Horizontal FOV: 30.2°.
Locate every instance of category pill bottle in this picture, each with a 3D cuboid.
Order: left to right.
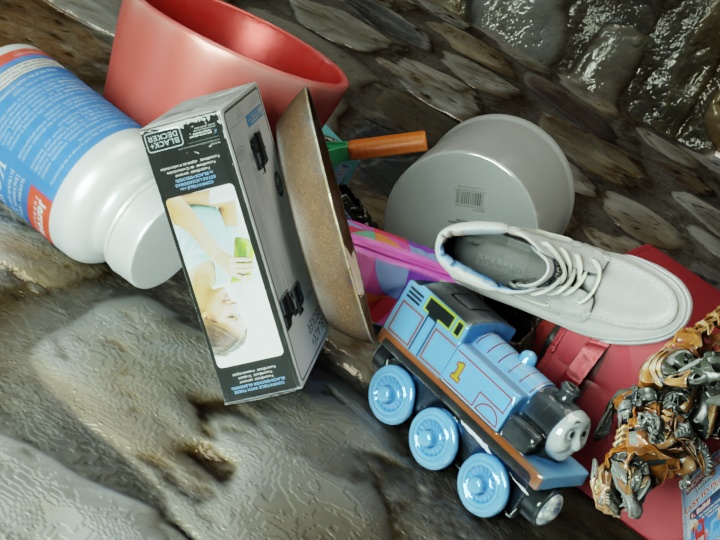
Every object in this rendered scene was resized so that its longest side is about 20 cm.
[{"bbox_3d":[-0.213,-0.076,1.011,0.199,0.113,0.112,36,20,22],"label":"pill bottle"}]

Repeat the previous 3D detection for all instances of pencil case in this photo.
[{"bbox_3d":[0.000,0.000,1.164,0.199,0.089,0.089,19,21,-27],"label":"pencil case"}]

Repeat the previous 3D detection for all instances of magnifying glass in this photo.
[{"bbox_3d":[-0.032,-0.116,1.341,0.198,0.023,0.080,-9,19,5],"label":"magnifying glass"}]

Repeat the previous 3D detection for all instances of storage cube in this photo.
[{"bbox_3d":[0.256,0.103,1.134,0.179,0.172,0.200,36,20,18],"label":"storage cube"}]

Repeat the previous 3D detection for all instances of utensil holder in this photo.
[{"bbox_3d":[0.123,-0.062,1.373,0.169,0.171,0.200,31,22,7],"label":"utensil holder"}]

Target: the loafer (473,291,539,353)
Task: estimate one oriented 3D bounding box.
[{"bbox_3d":[0.130,0.038,1.174,0.072,0.072,0.201,17,33,-5],"label":"loafer"}]

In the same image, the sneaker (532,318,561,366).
[{"bbox_3d":[0.200,0.055,1.323,0.098,0.071,0.200,32,14,30],"label":"sneaker"}]

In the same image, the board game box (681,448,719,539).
[{"bbox_3d":[0.311,0.233,0.965,0.199,0.062,0.201,21,40,-23],"label":"board game box"}]

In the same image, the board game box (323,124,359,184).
[{"bbox_3d":[-0.111,-0.169,1.485,0.150,0.047,0.200,12,25,-40],"label":"board game box"}]

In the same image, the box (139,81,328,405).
[{"bbox_3d":[-0.084,-0.021,0.944,0.060,0.202,0.117,-12,14,12],"label":"box"}]

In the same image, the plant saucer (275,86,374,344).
[{"bbox_3d":[-0.029,-0.038,1.015,0.034,0.202,0.201,-14,25,1],"label":"plant saucer"}]

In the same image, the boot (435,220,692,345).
[{"bbox_3d":[0.152,0.010,1.013,0.198,0.074,0.096,13,1,15],"label":"boot"}]

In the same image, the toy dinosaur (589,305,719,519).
[{"bbox_3d":[0.241,0.091,0.972,0.102,0.202,0.135,25,-11,-40],"label":"toy dinosaur"}]

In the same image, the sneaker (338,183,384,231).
[{"bbox_3d":[-0.012,-0.034,1.238,0.199,0.078,0.070,24,20,-13],"label":"sneaker"}]

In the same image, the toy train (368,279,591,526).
[{"bbox_3d":[0.089,0.097,0.997,0.086,0.115,0.200,4,31,-49],"label":"toy train"}]

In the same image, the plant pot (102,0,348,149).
[{"bbox_3d":[-0.134,-0.122,1.126,0.199,0.178,0.201,23,17,-8],"label":"plant pot"}]
